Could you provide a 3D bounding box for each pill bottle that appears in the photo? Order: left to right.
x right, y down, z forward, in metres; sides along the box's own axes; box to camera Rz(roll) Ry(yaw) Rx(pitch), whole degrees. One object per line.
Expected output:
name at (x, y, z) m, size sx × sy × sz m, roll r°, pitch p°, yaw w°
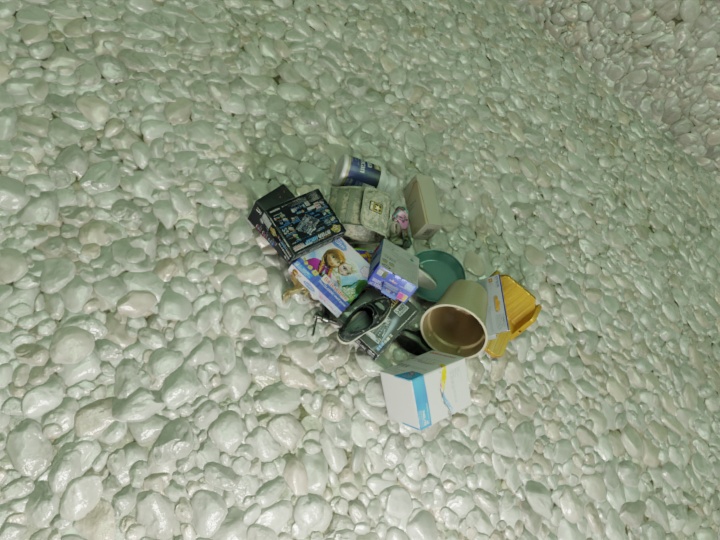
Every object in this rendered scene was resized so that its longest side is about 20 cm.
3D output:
pill bottle at (0.018, -0.309, 1.901) m, size 0.199 × 0.111 × 0.112 m, roll 16°, pitch 58°, yaw -18°

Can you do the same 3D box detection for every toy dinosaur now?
toy dinosaur at (-0.154, 0.025, 1.669) m, size 0.101 × 0.058 × 0.201 m, roll 34°, pitch 54°, yaw -5°

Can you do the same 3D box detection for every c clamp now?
c clamp at (-0.047, 0.145, 1.682) m, size 0.199 × 0.027 × 0.172 m, roll 16°, pitch 53°, yaw -17°

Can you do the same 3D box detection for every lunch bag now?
lunch bag at (-0.001, -0.175, 1.771) m, size 0.198 × 0.118 × 0.165 m, roll 1°, pitch 58°, yaw 12°

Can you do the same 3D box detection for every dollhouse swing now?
dollhouse swing at (0.459, 0.149, 1.851) m, size 0.200 × 0.182 × 0.176 m, roll 39°, pitch 36°, yaw -3°

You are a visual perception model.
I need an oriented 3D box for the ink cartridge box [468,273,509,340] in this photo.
ink cartridge box at (0.373, 0.130, 1.799) m, size 0.041 × 0.199 × 0.201 m, roll 33°, pitch 47°, yaw -48°

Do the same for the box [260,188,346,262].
box at (-0.161, -0.134, 1.625) m, size 0.199 × 0.046 × 0.159 m, roll -29°, pitch 80°, yaw -34°

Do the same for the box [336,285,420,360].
box at (0.053, 0.138, 1.655) m, size 0.158 × 0.050 × 0.200 m, roll 43°, pitch 62°, yaw 11°

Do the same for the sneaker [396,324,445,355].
sneaker at (0.198, 0.205, 1.740) m, size 0.198 × 0.076 × 0.115 m, roll 24°, pitch 54°, yaw -17°

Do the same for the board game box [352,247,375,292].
board game box at (0.000, 0.000, 1.760) m, size 0.199 × 0.045 × 0.135 m, roll 3°, pitch 61°, yaw -28°

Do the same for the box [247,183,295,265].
box at (-0.221, -0.137, 1.692) m, size 0.200 × 0.106 × 0.122 m, roll 47°, pitch 53°, yaw 4°

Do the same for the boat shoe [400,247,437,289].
boat shoe at (0.172, -0.013, 1.809) m, size 0.199 × 0.073 × 0.062 m, roll 34°, pitch 56°, yaw 23°

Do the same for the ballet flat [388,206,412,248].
ballet flat at (0.123, -0.127, 1.828) m, size 0.071 × 0.200 × 0.069 m, roll -38°, pitch 61°, yaw -15°

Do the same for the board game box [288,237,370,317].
board game box at (-0.076, 0.003, 1.659) m, size 0.200 × 0.041 × 0.200 m, roll 43°, pitch 51°, yaw 1°

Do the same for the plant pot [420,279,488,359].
plant pot at (0.299, 0.129, 1.687) m, size 0.200 × 0.201 × 0.184 m, roll 38°, pitch 41°, yaw -3°

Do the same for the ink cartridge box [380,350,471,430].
ink cartridge box at (0.186, 0.331, 1.592) m, size 0.199 × 0.146 × 0.147 m, roll -16°, pitch 100°, yaw -32°

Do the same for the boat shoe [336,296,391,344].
boat shoe at (0.017, 0.128, 1.585) m, size 0.199 × 0.066 × 0.075 m, roll -31°, pitch 71°, yaw -24°

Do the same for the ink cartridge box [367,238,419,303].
ink cartridge box at (0.098, 0.007, 1.665) m, size 0.136 × 0.077 × 0.200 m, roll 29°, pitch 28°, yaw -10°

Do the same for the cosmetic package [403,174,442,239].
cosmetic package at (0.216, -0.220, 1.958) m, size 0.073 × 0.104 × 0.201 m, roll 3°, pitch 62°, yaw -24°

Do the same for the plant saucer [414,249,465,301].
plant saucer at (0.244, 0.023, 1.852) m, size 0.198 × 0.036 × 0.201 m, roll 1°, pitch 58°, yaw -2°
